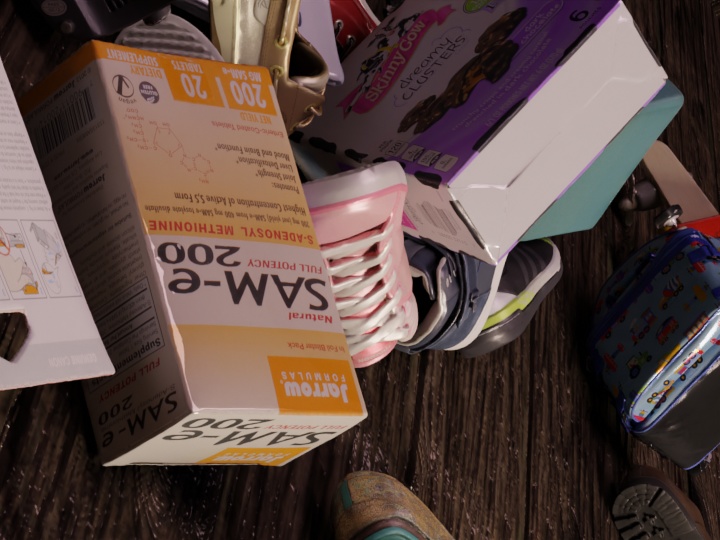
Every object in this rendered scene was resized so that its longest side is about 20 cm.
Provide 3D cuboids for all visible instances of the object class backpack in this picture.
[{"bbox_3d":[0.281,0.045,2.049,0.134,0.183,0.201,31,22,-34],"label":"backpack"}]

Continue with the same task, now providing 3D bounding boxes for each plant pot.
[{"bbox_3d":[0.109,-0.111,1.733,0.141,0.142,0.199,47,34,19],"label":"plant pot"}]

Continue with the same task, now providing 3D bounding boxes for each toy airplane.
[{"bbox_3d":[0.347,-0.018,2.358,0.198,0.141,0.201,26,49,-16],"label":"toy airplane"}]

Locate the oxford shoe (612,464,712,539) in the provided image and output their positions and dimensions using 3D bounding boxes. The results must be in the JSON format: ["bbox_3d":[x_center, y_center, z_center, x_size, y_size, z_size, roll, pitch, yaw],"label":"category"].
[{"bbox_3d":[0.280,0.248,1.964,0.201,0.072,0.084,63,17,-12],"label":"oxford shoe"}]

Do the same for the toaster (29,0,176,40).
[{"bbox_3d":[-0.152,-0.231,1.249,0.201,0.113,0.129,59,16,-20],"label":"toaster"}]

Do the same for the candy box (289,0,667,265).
[{"bbox_3d":[0.066,-0.104,1.484,0.199,0.168,0.072,20,-28,54],"label":"candy box"}]

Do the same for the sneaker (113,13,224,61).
[{"bbox_3d":[-0.082,-0.042,1.316,0.114,0.072,0.202,67,-1,-81],"label":"sneaker"}]

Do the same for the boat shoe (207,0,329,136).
[{"bbox_3d":[-0.051,-0.112,1.354,0.074,0.066,0.201,-85,175,-50],"label":"boat shoe"}]

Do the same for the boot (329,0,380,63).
[{"bbox_3d":[-0.027,-0.150,1.577,0.201,0.072,0.144,62,20,3],"label":"boot"}]

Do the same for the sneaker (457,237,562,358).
[{"bbox_3d":[0.100,-0.007,1.754,0.083,0.071,0.200,62,19,-12],"label":"sneaker"}]

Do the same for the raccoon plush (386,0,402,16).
[{"bbox_3d":[0.099,-0.183,1.856,0.097,0.133,0.201,57,21,-31],"label":"raccoon plush"}]

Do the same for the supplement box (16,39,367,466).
[{"bbox_3d":[-0.085,-0.006,1.170,0.125,0.073,0.201,4,63,-47],"label":"supplement box"}]

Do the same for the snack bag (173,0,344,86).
[{"bbox_3d":[-0.087,-0.217,1.463,0.199,0.021,0.190,26,42,-37],"label":"snack bag"}]

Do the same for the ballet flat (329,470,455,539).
[{"bbox_3d":[0.041,0.183,1.385,0.200,0.070,0.071,50,24,-42],"label":"ballet flat"}]

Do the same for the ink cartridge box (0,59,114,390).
[{"bbox_3d":[-0.191,-0.025,0.999,0.175,0.043,0.200,70,18,6],"label":"ink cartridge box"}]

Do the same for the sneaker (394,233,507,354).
[{"bbox_3d":[0.059,-0.041,1.560,0.146,0.076,0.204,-3,107,-67],"label":"sneaker"}]

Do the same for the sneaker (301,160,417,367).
[{"bbox_3d":[0.000,0.000,1.396,0.200,0.075,0.105,107,-32,-81],"label":"sneaker"}]
